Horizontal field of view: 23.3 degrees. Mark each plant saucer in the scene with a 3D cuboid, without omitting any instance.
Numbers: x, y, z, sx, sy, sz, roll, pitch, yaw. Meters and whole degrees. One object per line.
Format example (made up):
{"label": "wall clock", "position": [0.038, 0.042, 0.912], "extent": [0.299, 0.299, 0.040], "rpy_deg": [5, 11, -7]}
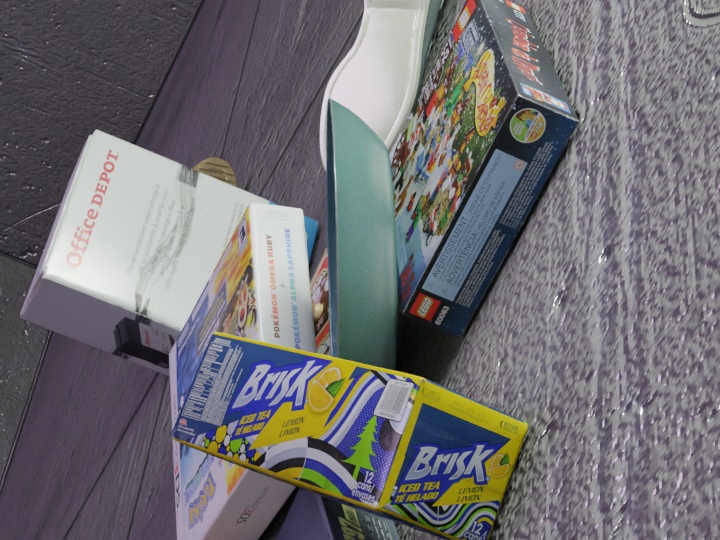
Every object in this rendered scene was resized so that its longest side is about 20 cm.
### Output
{"label": "plant saucer", "position": [0.000, 0.000, 1.015], "extent": [0.200, 0.036, 0.201], "rpy_deg": [179, 90, -88]}

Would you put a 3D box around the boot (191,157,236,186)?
{"label": "boot", "position": [-0.200, -0.017, 1.902], "extent": [0.166, 0.072, 0.201], "rpy_deg": [157, 131, -69]}

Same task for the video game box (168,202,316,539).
{"label": "video game box", "position": [-0.082, 0.085, 1.191], "extent": [0.200, 0.047, 0.183], "rpy_deg": [122, 146, -48]}

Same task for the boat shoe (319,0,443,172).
{"label": "boat shoe", "position": [0.026, -0.153, 1.280], "extent": [0.062, 0.073, 0.201], "rpy_deg": [20, -96, -60]}

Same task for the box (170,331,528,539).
{"label": "box", "position": [-0.010, 0.079, 0.852], "extent": [0.200, 0.070, 0.065], "rpy_deg": [9, 77, 57]}

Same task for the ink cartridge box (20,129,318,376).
{"label": "ink cartridge box", "position": [-0.150, -0.001, 1.385], "extent": [0.084, 0.199, 0.146], "rpy_deg": [-49, 23, 54]}

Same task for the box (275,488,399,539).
{"label": "box", "position": [-0.027, 0.208, 0.874], "extent": [0.158, 0.051, 0.200], "rpy_deg": [-64, 14, 11]}

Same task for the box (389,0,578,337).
{"label": "box", "position": [0.062, -0.069, 0.996], "extent": [0.200, 0.038, 0.137], "rpy_deg": [-97, 31, -65]}

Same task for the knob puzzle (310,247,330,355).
{"label": "knob puzzle", "position": [-0.042, 0.056, 1.236], "extent": [0.220, 0.030, 0.221], "rpy_deg": [-158, 90, -78]}
